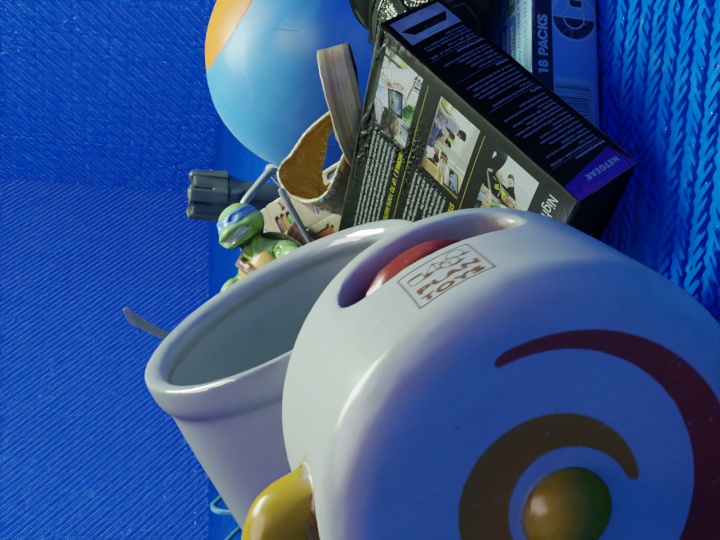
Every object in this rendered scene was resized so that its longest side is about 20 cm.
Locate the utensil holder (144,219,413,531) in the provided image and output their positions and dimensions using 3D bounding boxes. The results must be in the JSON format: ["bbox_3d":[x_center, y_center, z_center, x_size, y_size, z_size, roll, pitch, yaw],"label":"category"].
[{"bbox_3d":[0.001,0.101,0.593,0.201,0.169,0.170,63,175,-16],"label":"utensil holder"}]

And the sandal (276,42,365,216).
[{"bbox_3d":[-0.025,-0.077,0.704,0.212,0.069,0.078,70,-172,-68],"label":"sandal"}]

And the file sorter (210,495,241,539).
[{"bbox_3d":[-0.073,0.166,1.008,0.139,0.121,0.202,-26,-66,-72],"label":"file sorter"}]

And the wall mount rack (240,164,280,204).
[{"bbox_3d":[-0.022,-0.011,0.961,0.199,0.075,0.174,33,170,35],"label":"wall mount rack"}]

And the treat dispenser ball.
[{"bbox_3d":[-0.039,-0.188,0.939,0.201,0.199,0.203,-176,90,-77],"label":"treat dispenser ball"}]

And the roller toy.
[{"bbox_3d":[0.061,0.073,0.440,0.140,0.198,0.184,-130,59,-71],"label":"roller toy"}]

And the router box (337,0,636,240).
[{"bbox_3d":[0.058,-0.029,0.611,0.149,0.051,0.201,46,148,24],"label":"router box"}]

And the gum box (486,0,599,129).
[{"bbox_3d":[0.092,-0.132,0.688,0.200,0.044,0.172,139,133,-71],"label":"gum box"}]

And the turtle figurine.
[{"bbox_3d":[-0.060,0.050,0.778,0.195,0.143,0.200,53,178,-9],"label":"turtle figurine"}]

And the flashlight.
[{"bbox_3d":[-0.077,-0.070,1.078,0.068,0.198,0.068,106,164,-46],"label":"flashlight"}]

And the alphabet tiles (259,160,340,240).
[{"bbox_3d":[0.000,0.000,0.832,0.199,0.008,0.169,-27,83,39],"label":"alphabet tiles"}]

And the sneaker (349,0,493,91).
[{"bbox_3d":[0.029,-0.149,0.702,0.199,0.075,0.115,-149,70,-70],"label":"sneaker"}]
